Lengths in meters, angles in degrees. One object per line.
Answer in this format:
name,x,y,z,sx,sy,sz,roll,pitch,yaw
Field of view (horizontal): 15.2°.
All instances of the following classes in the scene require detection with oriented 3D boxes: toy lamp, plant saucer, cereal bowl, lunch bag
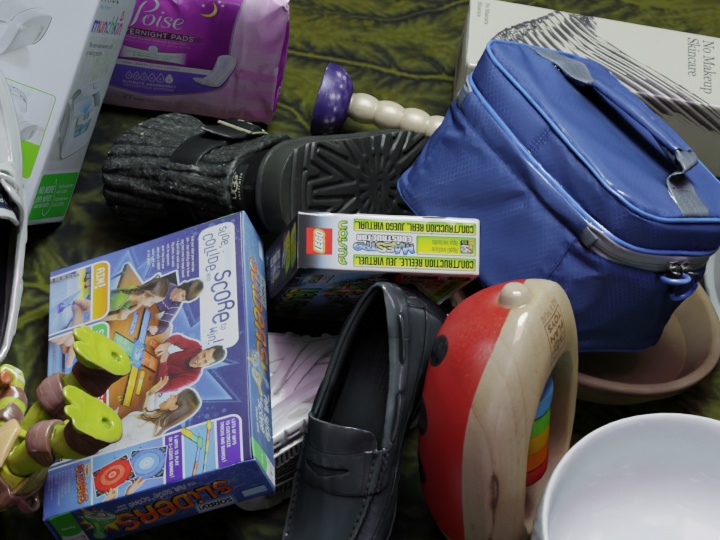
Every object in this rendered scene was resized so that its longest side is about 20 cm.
toy lamp,0.067,-0.092,1.845,0.199,0.058,0.058,15,44,3
plant saucer,0.138,0.020,1.740,0.199,0.030,0.200,16,35,-11
cereal bowl,0.189,0.185,1.571,0.199,0.084,0.201,9,47,-10
lunch bag,0.137,-0.048,1.673,0.136,0.133,0.200,0,39,-47

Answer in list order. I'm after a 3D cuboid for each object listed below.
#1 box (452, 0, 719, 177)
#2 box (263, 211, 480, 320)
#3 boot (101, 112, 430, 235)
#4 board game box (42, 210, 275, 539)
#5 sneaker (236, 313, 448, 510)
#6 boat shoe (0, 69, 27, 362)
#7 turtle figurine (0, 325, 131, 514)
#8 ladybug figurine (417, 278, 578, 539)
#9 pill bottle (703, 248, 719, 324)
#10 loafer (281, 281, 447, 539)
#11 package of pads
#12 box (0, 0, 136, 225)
box,0.166,-0.129,1.894,0.199,0.069,0.082,8,45,-4
box,0.000,0.000,1.649,0.109,0.200,0.035,2,81,-9
boot,-0.051,-0.059,1.772,0.157,0.080,0.211,4,-1,38
board game box,-0.122,0.064,1.620,0.135,0.035,0.201,-17,45,13
sneaker,-0.025,0.063,1.659,0.199,0.078,0.099,-25,52,-33
boat shoe,-0.228,-0.037,1.631,0.073,0.065,0.201,-3,88,-30
turtle figurine,-0.202,0.111,1.539,0.064,0.161,0.200,46,31,-16
ladybug figurine,0.078,0.086,1.573,0.072,0.201,0.136,15,36,18
pill bottle,0.335,-0.003,1.777,0.199,0.109,0.109,-1,46,-13
loafer,-0.009,0.102,1.565,0.068,0.070,0.201,15,81,37
package of pads,-0.147,-0.173,1.833,0.199,0.121,0.076,7,44,-4
box,-0.265,-0.145,1.727,0.199,0.177,0.097,20,6,9
